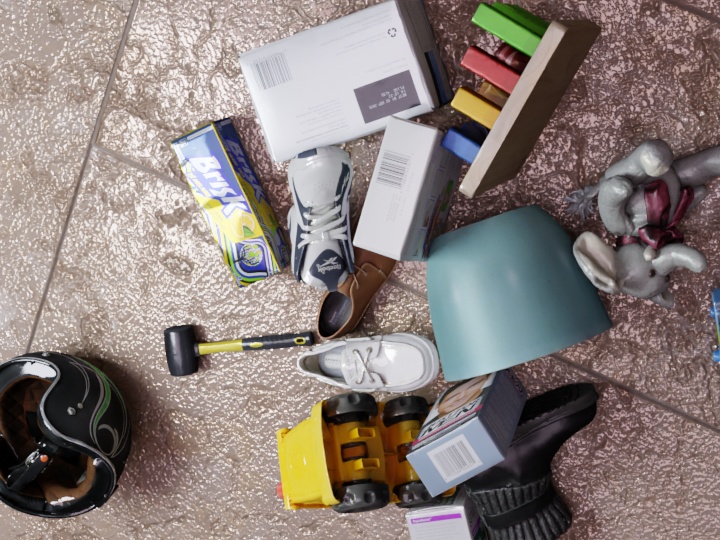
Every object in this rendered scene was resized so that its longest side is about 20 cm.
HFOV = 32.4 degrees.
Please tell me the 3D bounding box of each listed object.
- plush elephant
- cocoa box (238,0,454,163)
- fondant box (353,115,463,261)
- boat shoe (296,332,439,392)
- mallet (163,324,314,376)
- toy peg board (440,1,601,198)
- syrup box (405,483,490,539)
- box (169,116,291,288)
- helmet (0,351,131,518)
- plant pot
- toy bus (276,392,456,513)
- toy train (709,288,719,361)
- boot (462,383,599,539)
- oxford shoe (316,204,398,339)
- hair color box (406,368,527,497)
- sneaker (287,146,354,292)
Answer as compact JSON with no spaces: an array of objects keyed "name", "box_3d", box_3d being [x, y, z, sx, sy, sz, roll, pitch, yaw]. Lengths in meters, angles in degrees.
[{"name":"plush elephant","box_3d":[0.318,-0.040,1.360,0.200,0.165,0.155,-24,72,43]},{"name":"cocoa box","box_3d":[-0.013,-0.220,1.420,0.200,0.131,0.134,-17,98,19]},{"name":"fondant box","box_3d":[0.059,-0.086,1.384,0.058,0.200,0.144,17,94,14]},{"name":"boat shoe","box_3d":[0.005,0.114,1.471,0.200,0.069,0.071,-8,88,44]},{"name":"mallet","box_3d":[-0.160,0.087,1.594,0.200,0.041,0.066,-13,98,13]},{"name":"toy peg board","box_3d":[0.155,-0.199,1.348,0.098,0.200,0.199,33,110,12]},{"name":"syrup box","box_3d":[0.124,0.376,1.563,0.081,0.079,0.200,-10,101,18]},{"name":"box","box_3d":[-0.157,-0.085,1.527,0.064,0.070,0.200,-23,97,17]},{"name":"helmet","box_3d":[-0.396,0.203,1.604,0.200,0.191,0.200,-7,129,-9]},{"name":"plant pot","box_3d":[0.165,0.018,1.406,0.200,0.201,0.161,-20,88,19]},{"name":"toy bus","box_3d":[-0.009,0.242,1.533,0.192,0.200,0.136,-32,60,47]},{"name":"toy train","box_3d":[0.440,0.102,1.387,0.087,0.114,0.200,-7,101,18]},{"name":"boot","box_3d":[0.224,0.244,1.501,0.211,0.079,0.158,-32,99,14]},{"name":"oxford shoe","box_3d":[0.000,0.000,1.507,0.071,0.071,0.200,25,107,10]},{"name":"hair color box","box_3d":[0.128,0.180,1.447,0.099,0.200,0.061,-32,94,20]},{"name":"sneaker","box_3d":[-0.041,-0.046,1.428,0.079,0.199,0.130,-6,63,-18]}]
